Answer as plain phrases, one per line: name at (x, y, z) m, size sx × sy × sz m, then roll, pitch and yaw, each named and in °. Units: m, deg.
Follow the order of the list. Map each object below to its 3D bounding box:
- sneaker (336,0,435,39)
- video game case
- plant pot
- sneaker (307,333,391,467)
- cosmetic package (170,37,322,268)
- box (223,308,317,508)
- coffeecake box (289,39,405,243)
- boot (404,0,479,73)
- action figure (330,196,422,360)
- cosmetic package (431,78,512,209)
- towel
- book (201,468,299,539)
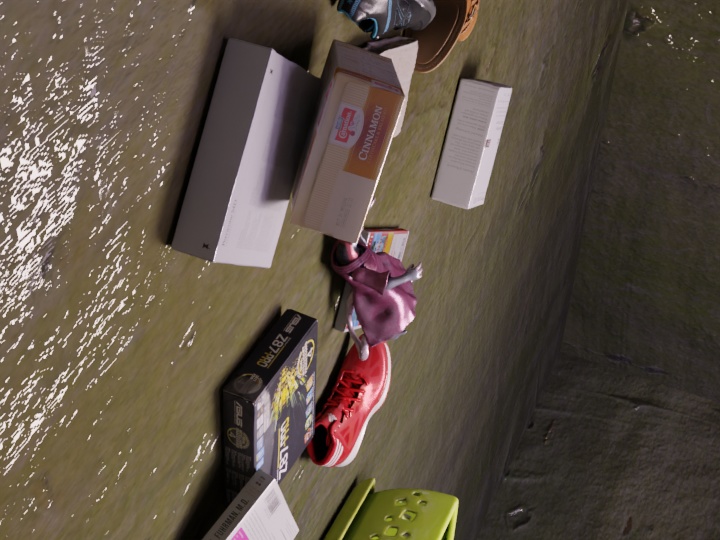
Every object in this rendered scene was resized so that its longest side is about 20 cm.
sneaker at (0.025, -0.308, 1.389) m, size 0.082 × 0.073 × 0.200 m, roll -58°, pitch 159°, yaw 7°
video game case at (0.019, 0.010, 1.736) m, size 0.200 × 0.017 × 0.145 m, roll -8°, pitch 113°, yaw -72°
plant pot at (0.040, 0.472, 1.971) m, size 0.200 × 0.180 × 0.201 m, roll -53°, pitch 154°, yaw -48°
sneaker at (-0.017, 0.186, 1.692) m, size 0.115 × 0.077 × 0.202 m, roll 7°, pitch 98°, yaw -74°
cosmetic package at (-0.106, -0.107, 1.161) m, size 0.151 × 0.051 × 0.202 m, roll 8°, pitch 98°, yaw -76°
box at (-0.107, 0.171, 1.435) m, size 0.161 × 0.049 × 0.202 m, roll -50°, pitch 152°, yaw -46°
coffeecake box at (-0.017, -0.137, 1.231) m, size 0.200 × 0.072 × 0.155 m, roll -96°, pitch -156°, yaw -70°
boot at (0.122, -0.341, 1.642) m, size 0.155 × 0.073 × 0.202 m, roll 48°, pitch 63°, yaw -76°
action figure at (0.000, 0.000, 1.574) m, size 0.148 × 0.135 × 0.200 m, roll -36°, pitch 141°, yaw 7°
cosmetic package at (0.182, -0.207, 1.958) m, size 0.102 × 0.073 × 0.202 m, roll -22°, pitch 126°, yaw -68°
towel at (0.021, -0.217, 1.497) m, size 0.200 × 0.034 × 0.134 m, roll -36°, pitch 142°, yaw -65°
book at (-0.153, 0.341, 1.380) m, size 0.200 × 0.048 × 0.134 m, roll -50°, pitch 149°, yaw -25°
